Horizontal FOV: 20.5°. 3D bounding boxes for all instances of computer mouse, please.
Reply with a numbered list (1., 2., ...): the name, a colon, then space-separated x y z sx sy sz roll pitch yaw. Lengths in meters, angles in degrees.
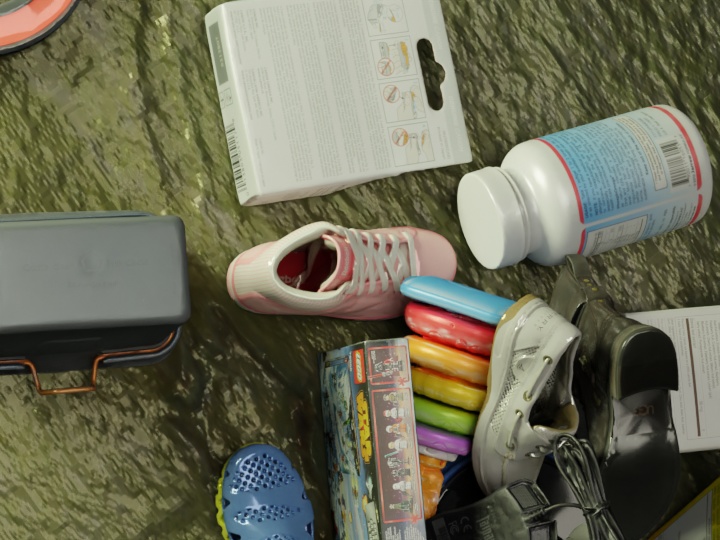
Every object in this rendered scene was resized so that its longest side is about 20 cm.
1. computer mouse: 0.129 0.230 1.541 0.046 0.200 0.141 14 47 -54

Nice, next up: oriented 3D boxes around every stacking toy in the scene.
1. stacking toy: 0.068 0.112 1.598 0.116 0.109 0.201 14 93 -61

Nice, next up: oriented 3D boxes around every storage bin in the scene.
1. storage bin: -0.221 0.019 1.510 0.199 0.134 0.146 -3 84 -19

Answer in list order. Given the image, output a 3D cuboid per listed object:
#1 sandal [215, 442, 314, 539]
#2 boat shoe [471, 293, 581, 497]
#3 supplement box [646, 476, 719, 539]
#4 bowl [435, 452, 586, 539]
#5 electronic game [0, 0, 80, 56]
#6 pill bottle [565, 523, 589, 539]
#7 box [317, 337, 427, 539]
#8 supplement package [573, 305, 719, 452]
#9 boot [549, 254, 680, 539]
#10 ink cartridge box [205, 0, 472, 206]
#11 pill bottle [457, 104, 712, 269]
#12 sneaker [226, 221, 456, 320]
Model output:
1. sandal: -0.060 0.233 1.567 0.079 0.087 0.201 -13 86 -18
2. boat shoe: 0.136 0.115 1.553 0.069 0.201 0.071 29 47 29
3. supplement box: 0.328 0.236 1.631 0.109 0.200 0.109 33 35 -13
4. bowl: 0.123 0.241 1.654 0.200 0.039 0.202 2 83 -20
5. electronic game: -0.306 -0.266 1.563 0.199 0.042 0.201 3 82 -19
6. pill bottle: 0.150 0.307 1.575 0.114 0.114 0.200 45 72 -9
7. box: 0.010 0.158 1.572 0.040 0.137 0.201 -4 85 -17
8. supplement package: 0.292 0.091 1.688 0.199 0.121 0.120 -4 85 -20
9. boot: 0.193 0.102 1.596 0.069 0.174 0.201 2 104 -18
10. ink cartridge box: -0.019 -0.149 1.652 0.199 0.057 0.163 -10 87 -29
11. pill bottle: 0.188 -0.067 1.677 0.199 0.109 0.109 -16 89 -20
12. sneaker: 0.000 0.000 1.606 0.199 0.105 0.076 -4 84 -21
